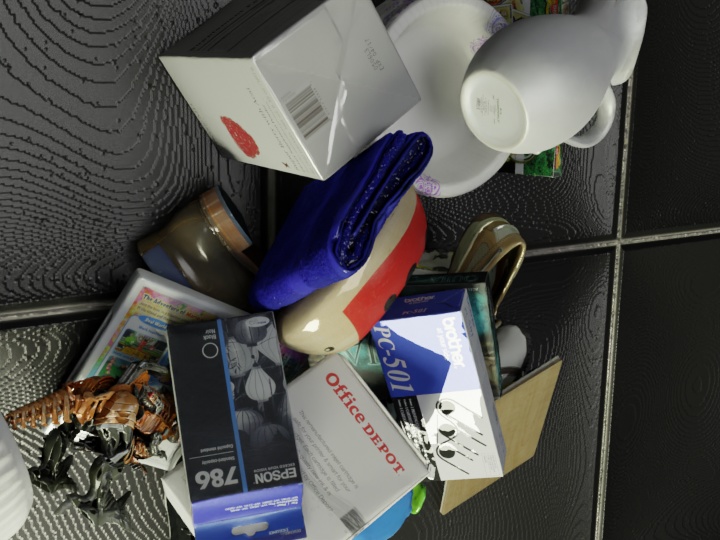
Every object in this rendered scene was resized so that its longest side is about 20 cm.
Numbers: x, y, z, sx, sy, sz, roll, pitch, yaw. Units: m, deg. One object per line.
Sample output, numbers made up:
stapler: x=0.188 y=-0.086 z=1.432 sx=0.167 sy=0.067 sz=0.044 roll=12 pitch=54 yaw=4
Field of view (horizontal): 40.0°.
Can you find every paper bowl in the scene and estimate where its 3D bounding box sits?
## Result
paper bowl: x=0.065 y=-0.180 z=1.008 sx=0.200 sy=0.104 sz=0.202 roll=-8 pitch=105 yaw=-30

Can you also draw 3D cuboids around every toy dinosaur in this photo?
toy dinosaur: x=-0.225 y=0.135 z=0.846 sx=0.200 sy=0.102 sz=0.136 roll=24 pitch=89 yaw=-39

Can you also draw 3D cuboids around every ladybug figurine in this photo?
ladybug figurine: x=0.000 y=0.000 z=0.925 sx=0.072 sy=0.136 sz=0.200 roll=39 pitch=77 yaw=-14

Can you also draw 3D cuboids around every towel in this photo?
towel: x=-0.028 y=-0.042 z=0.858 sx=0.050 sy=0.200 sz=0.148 roll=39 pitch=64 yaw=-13

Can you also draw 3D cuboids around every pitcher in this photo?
pitcher: x=0.193 y=-0.173 z=0.970 sx=0.200 sy=0.121 sz=0.172 roll=-35 pitch=131 yaw=-33

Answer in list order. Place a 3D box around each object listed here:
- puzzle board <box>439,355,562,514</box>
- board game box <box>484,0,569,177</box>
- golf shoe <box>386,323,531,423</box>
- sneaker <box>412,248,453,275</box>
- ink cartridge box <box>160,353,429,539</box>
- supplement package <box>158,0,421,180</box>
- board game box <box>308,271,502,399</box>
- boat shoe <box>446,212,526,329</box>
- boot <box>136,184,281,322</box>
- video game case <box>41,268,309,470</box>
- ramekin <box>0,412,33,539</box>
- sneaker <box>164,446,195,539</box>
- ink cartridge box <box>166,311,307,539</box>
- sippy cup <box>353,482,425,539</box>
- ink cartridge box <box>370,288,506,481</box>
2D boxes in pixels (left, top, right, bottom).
puzzle board: x=0.159 y=0.194 z=1.156 sx=0.150 sy=0.017 sz=0.200 roll=-26 pitch=143 yaw=-24
board game box: x=0.172 y=-0.205 z=1.070 sx=0.023 sy=0.104 sz=0.201 roll=-17 pitch=111 yaw=-52
golf shoe: x=0.113 y=0.118 z=1.125 sx=0.200 sy=0.078 sz=0.095 roll=-43 pitch=120 yaw=-18
sneaker: x=0.063 y=0.025 z=1.085 sx=0.199 sy=0.074 sz=0.085 roll=5 pitch=114 yaw=-30
ink cartridge box: x=-0.060 y=0.195 z=0.911 sx=0.200 sy=0.083 sz=0.147 roll=-34 pitch=77 yaw=-20
supplement package: x=-0.067 y=-0.170 z=0.869 sx=0.120 sy=0.200 sz=0.121 roll=-42 pitch=119 yaw=-18
board game box: x=0.039 y=0.070 z=1.008 sx=0.028 sy=0.199 sz=0.136 roll=-62 pitch=144 yaw=-59
boat shoe: x=0.113 y=0.043 z=1.025 sx=0.071 sy=0.076 sz=0.201 roll=6 pitch=115 yaw=-32
boot: x=-0.132 y=0.015 z=0.966 sx=0.097 sy=0.075 sz=0.200 roll=-28 pitch=123 yaw=1
video game case: x=-0.170 y=0.108 z=0.943 sx=0.200 sy=0.024 sz=0.182 roll=26 pitch=106 yaw=-33
ramekin: x=-0.345 y=0.148 z=0.776 sx=0.105 sy=0.200 sz=0.201 roll=-30 pitch=116 yaw=-34
sneaker: x=-0.146 y=0.274 z=0.958 sx=0.073 sy=0.112 sz=0.201 roll=-3 pitch=112 yaw=-21
ink cartridge box: x=-0.108 y=0.139 z=0.859 sx=0.099 sy=0.039 sz=0.201 roll=-8 pitch=71 yaw=-13
sippy cup: x=-0.016 y=0.221 z=1.035 sx=0.177 sy=0.130 sz=0.140 roll=-21 pitch=112 yaw=-27
ink cartridge box: x=0.079 y=0.118 z=0.979 sx=0.044 sy=0.094 sz=0.201 roll=-67 pitch=145 yaw=-58
